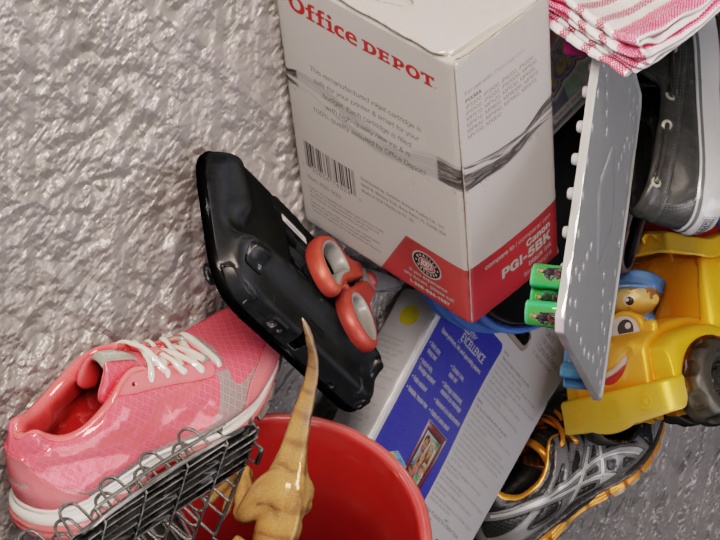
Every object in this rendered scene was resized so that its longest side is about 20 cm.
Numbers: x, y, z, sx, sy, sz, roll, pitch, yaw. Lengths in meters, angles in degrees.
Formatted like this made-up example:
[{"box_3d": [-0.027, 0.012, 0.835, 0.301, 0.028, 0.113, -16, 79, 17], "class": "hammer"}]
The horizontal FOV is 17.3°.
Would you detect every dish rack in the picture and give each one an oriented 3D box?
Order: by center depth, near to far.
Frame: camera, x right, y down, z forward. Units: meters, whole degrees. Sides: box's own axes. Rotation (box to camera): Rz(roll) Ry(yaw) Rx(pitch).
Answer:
[{"box_3d": [-0.132, 0.148, 1.279, 0.153, 0.055, 0.200, -34, 161, -33], "class": "dish rack"}]

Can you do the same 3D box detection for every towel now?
[{"box_3d": [0.127, -0.204, 1.340, 0.146, 0.200, 0.030, -40, 154, -27], "class": "towel"}]

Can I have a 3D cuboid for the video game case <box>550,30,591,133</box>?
[{"box_3d": [0.124, -0.190, 1.454, 0.200, 0.023, 0.182, -44, 131, -25], "class": "video game case"}]

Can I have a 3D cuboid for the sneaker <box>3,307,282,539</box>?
[{"box_3d": [-0.122, 0.071, 1.361, 0.200, 0.074, 0.087, -38, 139, -27], "class": "sneaker"}]

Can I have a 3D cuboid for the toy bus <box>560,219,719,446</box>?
[{"box_3d": [0.230, 0.019, 1.699, 0.200, 0.136, 0.192, -12, 88, -41], "class": "toy bus"}]

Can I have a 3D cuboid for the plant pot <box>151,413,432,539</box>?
[{"box_3d": [-0.051, 0.217, 1.476, 0.200, 0.200, 0.177, -40, 151, -23], "class": "plant pot"}]

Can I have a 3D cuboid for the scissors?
[{"box_3d": [0.000, 0.000, 1.455, 0.014, 0.073, 0.200, -29, -174, 13], "class": "scissors"}]

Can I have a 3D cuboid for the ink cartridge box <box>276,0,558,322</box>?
[{"box_3d": [0.034, -0.092, 1.358, 0.083, 0.147, 0.200, -37, 142, -28], "class": "ink cartridge box"}]

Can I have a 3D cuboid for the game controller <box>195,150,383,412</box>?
[{"box_3d": [-0.043, 0.008, 1.393, 0.042, 0.104, 0.200, -27, 146, 11], "class": "game controller"}]

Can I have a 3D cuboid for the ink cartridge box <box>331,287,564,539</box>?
[{"box_3d": [0.057, 0.096, 1.621, 0.200, 0.047, 0.198, -62, 146, -14], "class": "ink cartridge box"}]

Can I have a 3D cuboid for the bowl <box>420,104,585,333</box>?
[{"box_3d": [0.108, -0.054, 1.541, 0.200, 0.039, 0.201, -24, 122, -44], "class": "bowl"}]

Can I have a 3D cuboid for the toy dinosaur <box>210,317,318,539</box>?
[{"box_3d": [-0.044, 0.124, 1.364, 0.060, 0.106, 0.200, 12, 92, -17], "class": "toy dinosaur"}]

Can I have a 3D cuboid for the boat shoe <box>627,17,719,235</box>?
[{"box_3d": [0.197, -0.118, 1.544, 0.057, 0.200, 0.069, 8, 150, -20], "class": "boat shoe"}]

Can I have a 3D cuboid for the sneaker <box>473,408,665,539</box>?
[{"box_3d": [0.153, 0.134, 1.750, 0.200, 0.078, 0.077, -43, 134, -22], "class": "sneaker"}]

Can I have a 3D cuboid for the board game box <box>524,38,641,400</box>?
[{"box_3d": [0.134, -0.040, 1.399, 0.200, 0.026, 0.200, 50, 47, -71], "class": "board game box"}]

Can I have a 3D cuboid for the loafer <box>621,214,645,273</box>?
[{"box_3d": [0.206, -0.090, 1.644, 0.072, 0.063, 0.200, 18, 102, -56], "class": "loafer"}]

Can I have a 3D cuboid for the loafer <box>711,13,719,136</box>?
[{"box_3d": [0.255, -0.144, 1.579, 0.068, 0.076, 0.200, 6, 71, -21], "class": "loafer"}]
